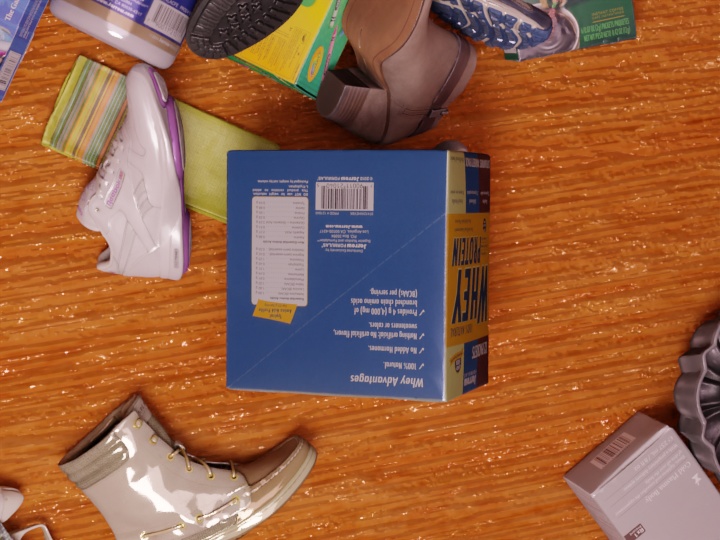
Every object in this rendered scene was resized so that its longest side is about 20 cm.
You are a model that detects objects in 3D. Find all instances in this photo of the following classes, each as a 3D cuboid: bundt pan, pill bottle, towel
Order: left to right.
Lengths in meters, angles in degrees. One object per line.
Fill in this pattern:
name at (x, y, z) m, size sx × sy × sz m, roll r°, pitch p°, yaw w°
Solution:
pill bottle at (-0.169, -0.281, 1.281) m, size 0.115 × 0.116 × 0.201 m, roll 25°, pitch 92°, yaw -15°
towel at (-0.175, -0.111, 1.356) m, size 0.199 × 0.018 × 0.087 m, roll 23°, pitch 94°, yaw -15°
bundt pan at (0.383, 0.121, 1.469) m, size 0.200 × 0.076 × 0.204 m, roll 1°, pitch 87°, yaw -24°

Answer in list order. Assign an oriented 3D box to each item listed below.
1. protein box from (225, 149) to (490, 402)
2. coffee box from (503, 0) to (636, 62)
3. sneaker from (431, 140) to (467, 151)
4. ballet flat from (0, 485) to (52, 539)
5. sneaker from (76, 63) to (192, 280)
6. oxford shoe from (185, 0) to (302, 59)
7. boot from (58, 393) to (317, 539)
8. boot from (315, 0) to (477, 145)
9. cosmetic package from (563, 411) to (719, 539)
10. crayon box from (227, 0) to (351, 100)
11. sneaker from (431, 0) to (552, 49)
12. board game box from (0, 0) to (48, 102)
protein box at (0.000, 0.000, 1.300) m, size 0.197 × 0.135 × 0.202 m, roll 1°, pitch 93°, yaw 20°
coffee box at (0.176, -0.299, 1.391) m, size 0.122 × 0.044 × 0.202 m, roll -11°, pitch 101°, yaw -10°
sneaker at (0.062, -0.022, 1.401) m, size 0.080 × 0.070 × 0.201 m, roll 18°, pitch 102°, yaw -19°
ballet flat at (-0.316, 0.240, 1.360) m, size 0.071 × 0.069 × 0.201 m, roll -40°, pitch 109°, yaw -23°
sneaker at (-0.196, -0.077, 1.304) m, size 0.099 × 0.075 × 0.201 m, roll -2°, pitch 119°, yaw -3°
oxford shoe at (-0.078, -0.261, 1.261) m, size 0.072 × 0.085 × 0.200 m, roll 28°, pitch 112°, yaw -37°
boot at (-0.153, 0.172, 1.378) m, size 0.199 × 0.072 × 0.155 m, roll -35°, pitch 101°, yaw -5°
boot at (0.049, -0.193, 1.321) m, size 0.146 × 0.070 × 0.200 m, roll -4°, pitch 140°, yaw -46°
cosmetic package at (0.300, 0.248, 1.480) m, size 0.107 × 0.090 × 0.200 m, roll -41°, pitch 101°, yaw -6°
crayon box at (-0.050, -0.263, 1.310) m, size 0.118 × 0.058 × 0.201 m, roll 27°, pitch 93°, yaw 22°
sneaker at (0.087, -0.268, 1.346) m, size 0.199 × 0.077 × 0.086 m, roll 29°, pitch 78°, yaw 2°
board game box at (-0.343, -0.271, 1.250) m, size 0.198 × 0.043 × 0.201 m, roll 26°, pitch 92°, yaw 6°
